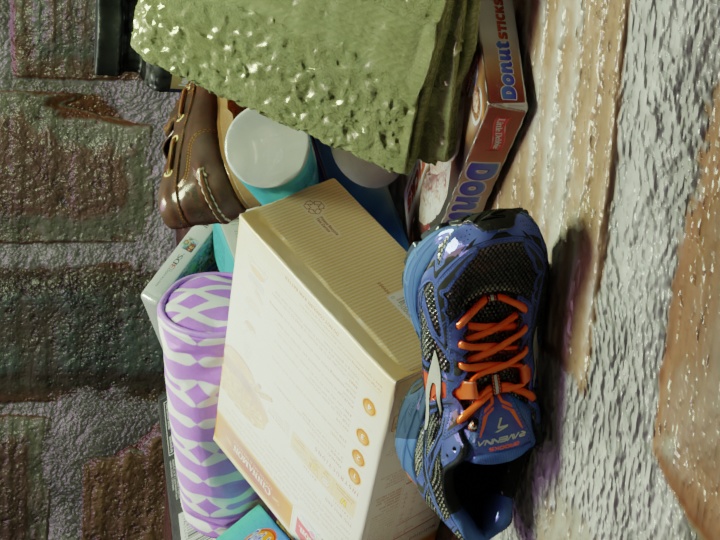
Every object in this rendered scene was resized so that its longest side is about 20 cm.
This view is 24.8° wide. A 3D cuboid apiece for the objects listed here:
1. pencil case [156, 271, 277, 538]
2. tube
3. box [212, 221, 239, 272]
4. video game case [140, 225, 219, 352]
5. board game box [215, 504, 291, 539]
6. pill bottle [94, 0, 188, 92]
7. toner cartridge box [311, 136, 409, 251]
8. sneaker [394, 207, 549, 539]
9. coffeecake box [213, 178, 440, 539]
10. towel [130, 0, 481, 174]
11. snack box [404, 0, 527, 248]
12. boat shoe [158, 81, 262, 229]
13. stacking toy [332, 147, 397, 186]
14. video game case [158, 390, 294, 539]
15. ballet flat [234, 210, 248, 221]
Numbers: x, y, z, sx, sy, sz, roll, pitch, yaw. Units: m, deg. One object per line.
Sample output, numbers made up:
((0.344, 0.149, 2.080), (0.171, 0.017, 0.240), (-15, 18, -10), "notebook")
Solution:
((-0.090, 0.097, 1.128), (0.084, 0.085, 0.201), (-71, -19, -51), "pencil case")
((-0.045, -0.059, 1.041), (0.200, 0.050, 0.078), (59, -150, -80), "tube")
((-0.050, 0.024, 1.234), (0.200, 0.082, 0.049), (-115, 22, -47), "box")
((-0.108, 0.006, 1.392), (0.182, 0.024, 0.200), (-55, -22, -23), "video game case")
((-0.022, 0.234, 1.044), (0.152, 0.045, 0.200), (52, 172, -8), "board game box")
((-0.142, -0.218, 1.500), (0.112, 0.199, 0.112), (-179, 90, -79), "pill bottle")
((0.000, 0.000, 1.102), (0.095, 0.043, 0.200), (104, 156, -44), "toner cartridge box")
((0.063, 0.053, 0.795), (0.079, 0.075, 0.200), (-115, 18, -46), "sneaker")
((-0.013, 0.074, 0.986), (0.154, 0.073, 0.200), (46, 143, 32), "coffeecake box")
((-0.031, -0.144, 0.863), (0.036, 0.199, 0.149), (-45, -28, -52), "towel")
((0.056, -0.065, 0.920), (0.200, 0.024, 0.072), (109, 161, -59), "snack box")
((-0.105, -0.094, 1.120), (0.200, 0.070, 0.071), (-91, -24, -62), "boat shoe")
((0.001, -0.142, 0.979), (0.146, 0.146, 0.201), (-110, 8, -62), "stacking toy")
((-0.075, 0.143, 1.264), (0.180, 0.025, 0.200), (-31, 49, 24), "video game case")
((-0.097, -0.073, 1.268), (0.200, 0.072, 0.072), (42, 133, 53), "ballet flat")
